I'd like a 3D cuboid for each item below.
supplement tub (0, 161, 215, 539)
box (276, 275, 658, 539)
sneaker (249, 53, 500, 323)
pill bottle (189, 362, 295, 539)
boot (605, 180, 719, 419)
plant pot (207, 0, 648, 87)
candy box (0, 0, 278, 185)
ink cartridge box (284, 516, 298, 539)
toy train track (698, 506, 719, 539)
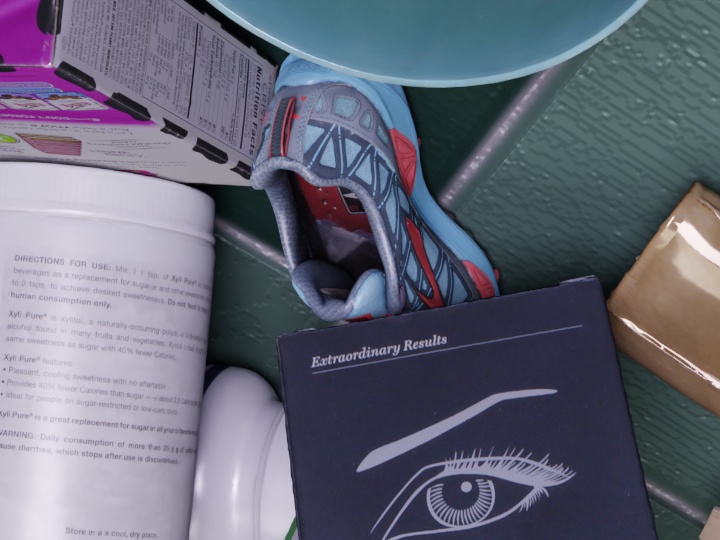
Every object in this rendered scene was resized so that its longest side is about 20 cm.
[{"bbox_3d":[-0.139,0.059,0.800,0.130,0.203,0.132,6,174,1],"label":"supplement tub"},{"bbox_3d":[0.051,0.122,0.722,0.146,0.202,0.105,-9,151,4],"label":"box"},{"bbox_3d":[0.000,0.000,0.783,0.079,0.096,0.201,-8,127,31],"label":"sneaker"},{"bbox_3d":[-0.107,0.104,0.913,0.198,0.116,0.117,6,133,18],"label":"pill bottle"},{"bbox_3d":[0.191,0.074,0.776,0.199,0.066,0.176,36,132,6],"label":"boot"},{"bbox_3d":[0.028,-0.188,0.546,0.198,0.162,0.202,12,134,12],"label":"plant pot"},{"bbox_3d":[-0.133,-0.086,0.708,0.135,0.062,0.200,4,171,20],"label":"candy box"},{"bbox_3d":[0.035,0.174,0.896,0.082,0.147,0.202,4,132,22],"label":"ink cartridge box"},{"bbox_3d":[0.240,0.111,0.835,0.114,0.033,0.201,24,131,10],"label":"toy train track"}]
